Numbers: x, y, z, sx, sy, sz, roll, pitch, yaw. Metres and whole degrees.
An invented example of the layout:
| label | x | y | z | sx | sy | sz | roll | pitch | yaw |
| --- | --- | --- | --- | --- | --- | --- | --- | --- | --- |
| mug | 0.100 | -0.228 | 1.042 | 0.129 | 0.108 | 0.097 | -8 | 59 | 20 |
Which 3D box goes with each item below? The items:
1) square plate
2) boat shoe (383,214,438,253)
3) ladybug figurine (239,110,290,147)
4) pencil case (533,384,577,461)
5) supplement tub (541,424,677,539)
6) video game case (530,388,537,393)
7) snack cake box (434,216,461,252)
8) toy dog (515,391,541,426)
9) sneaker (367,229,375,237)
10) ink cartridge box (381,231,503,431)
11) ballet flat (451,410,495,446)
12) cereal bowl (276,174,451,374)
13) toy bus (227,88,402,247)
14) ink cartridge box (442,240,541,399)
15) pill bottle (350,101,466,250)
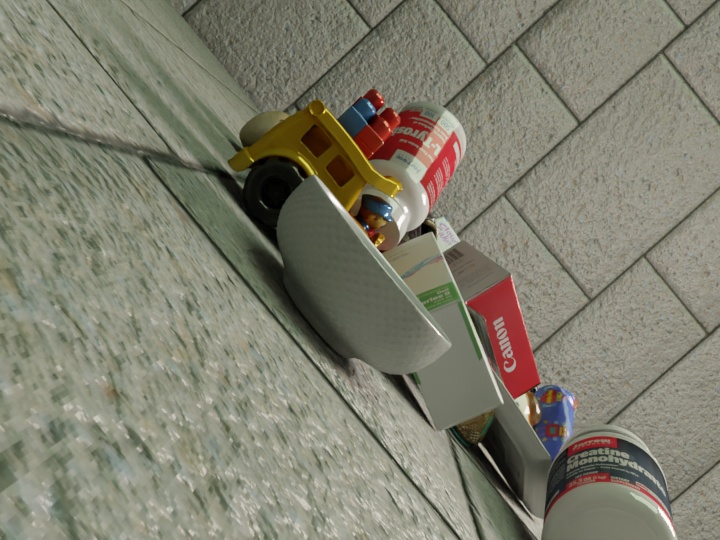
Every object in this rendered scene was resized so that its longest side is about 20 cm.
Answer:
| label | x | y | z | sx | sy | sz | roll | pitch | yaw |
| --- | --- | --- | --- | --- | --- | --- | --- | --- | --- |
| square plate | 0.195 | 0.225 | 1.108 | 0.202 | 0.028 | 0.199 | 77 | -14 | -51 |
| boat shoe | 0.080 | -0.052 | 1.153 | 0.201 | 0.063 | 0.073 | -61 | 145 | -63 |
| ladybug figurine | -0.117 | -0.189 | 1.287 | 0.134 | 0.073 | 0.200 | 25 | -13 | 22 |
| pencil case | 0.308 | 0.283 | 1.293 | 0.202 | 0.076 | 0.088 | -74 | 165 | -44 |
| supplement tub | 0.277 | 0.270 | 0.908 | 0.141 | 0.140 | 0.200 | 49 | 20 | 1 |
| video game case | 0.273 | 0.231 | 1.473 | 0.200 | 0.025 | 0.184 | 152 | -80 | -73 |
| snack cake box | 0.107 | 0.017 | 1.345 | 0.116 | 0.066 | 0.201 | 59 | -32 | 18 |
| toy dog | 0.211 | 0.206 | 1.332 | 0.200 | 0.137 | 0.197 | -119 | -172 | -66 |
| sneaker | -0.008 | -0.019 | 1.031 | 0.200 | 0.084 | 0.078 | 45 | 15 | -35 |
| ink cartridge box | 0.089 | 0.065 | 0.958 | 0.201 | 0.086 | 0.147 | -104 | 170 | -67 |
| ballet flat | 0.118 | 0.147 | 1.090 | 0.070 | 0.065 | 0.201 | 39 | 10 | -49 |
| cereal bowl | -0.009 | 0.016 | 0.722 | 0.201 | 0.083 | 0.200 | 49 | 4 | -5 |
| toy bus | -0.020 | -0.096 | 0.891 | 0.201 | 0.191 | 0.136 | 50 | 2 | -8 |
| ink cartridge box | 0.183 | 0.087 | 1.149 | 0.176 | 0.083 | 0.203 | 44 | -21 | 56 |
| pill bottle | 0.058 | -0.127 | 1.086 | 0.110 | 0.201 | 0.113 | 21 | -37 | 17 |
